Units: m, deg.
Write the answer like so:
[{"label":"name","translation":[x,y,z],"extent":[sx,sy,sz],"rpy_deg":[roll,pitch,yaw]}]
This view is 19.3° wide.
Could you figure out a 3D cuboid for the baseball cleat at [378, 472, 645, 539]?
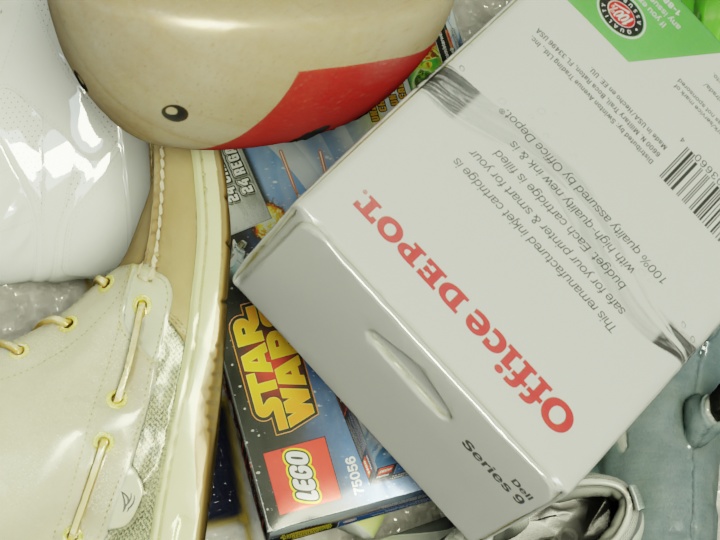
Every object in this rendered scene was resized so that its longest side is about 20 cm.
[{"label":"baseball cleat","translation":[0.023,0.131,0.866],"extent":[0.199,0.106,0.070],"rpy_deg":[-30,76,-3]}]

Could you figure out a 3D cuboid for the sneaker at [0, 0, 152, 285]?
[{"label":"sneaker","translation":[-0.152,-0.090,0.867],"extent":[0.115,0.074,0.201],"rpy_deg":[-10,92,-18]}]

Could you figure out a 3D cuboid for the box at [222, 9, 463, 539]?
[{"label":"box","translation":[0.000,0.000,0.886],"extent":[0.136,0.040,0.201],"rpy_deg":[-14,75,-8]}]

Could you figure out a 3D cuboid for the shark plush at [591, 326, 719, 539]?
[{"label":"shark plush","translation":[0.153,0.065,0.937],"extent":[0.091,0.083,0.201],"rpy_deg":[29,81,-12]}]

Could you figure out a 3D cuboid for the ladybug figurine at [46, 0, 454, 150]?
[{"label":"ladybug figurine","translation":[-0.039,-0.094,0.819],"extent":[0.200,0.135,0.072],"rpy_deg":[-23,127,-53]}]

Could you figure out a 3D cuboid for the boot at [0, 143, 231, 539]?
[{"label":"boot","translation":[-0.129,0.031,0.813],"extent":[0.154,0.072,0.201],"rpy_deg":[5,78,-3]}]

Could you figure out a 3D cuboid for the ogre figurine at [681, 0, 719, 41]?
[{"label":"ogre figurine","translation":[0.201,-0.100,0.949],"extent":[0.119,0.098,0.201],"rpy_deg":[20,84,-16]}]

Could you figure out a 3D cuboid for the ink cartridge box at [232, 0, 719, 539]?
[{"label":"ink cartridge box","translation":[0.070,-0.017,0.827],"extent":[0.146,0.084,0.200],"rpy_deg":[47,60,0]}]

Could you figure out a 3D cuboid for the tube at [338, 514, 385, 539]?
[{"label":"tube","translation":[0.025,0.017,0.924],"extent":[0.058,0.052,0.201],"rpy_deg":[41,71,-46]}]
